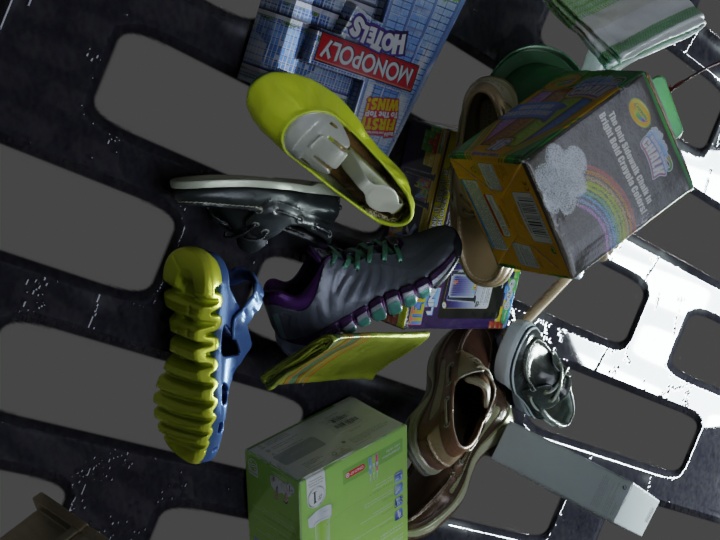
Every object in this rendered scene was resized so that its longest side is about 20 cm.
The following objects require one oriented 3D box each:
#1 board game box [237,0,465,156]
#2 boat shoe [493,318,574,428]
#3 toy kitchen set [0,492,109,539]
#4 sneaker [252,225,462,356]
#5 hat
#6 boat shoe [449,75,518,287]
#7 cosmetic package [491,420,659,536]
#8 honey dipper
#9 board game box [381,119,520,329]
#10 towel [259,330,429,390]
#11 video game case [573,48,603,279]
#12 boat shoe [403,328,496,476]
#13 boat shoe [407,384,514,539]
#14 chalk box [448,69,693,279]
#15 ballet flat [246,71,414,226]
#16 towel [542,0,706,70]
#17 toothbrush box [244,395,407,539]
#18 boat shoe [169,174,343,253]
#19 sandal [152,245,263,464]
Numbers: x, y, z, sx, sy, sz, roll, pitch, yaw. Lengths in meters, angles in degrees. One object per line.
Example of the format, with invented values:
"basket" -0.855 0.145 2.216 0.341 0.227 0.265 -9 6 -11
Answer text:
"board game box" -0.008 -0.191 1.437 0.199 0.061 0.202 10 99 -48
"boat shoe" 0.197 0.113 1.748 0.073 0.070 0.200 -60 154 -13
"toy kitchen set" -0.249 0.333 1.328 0.163 0.180 0.201 -37 127 -28
"sneaker" 0.000 0.000 1.493 0.199 0.074 0.088 -32 121 -7
"hat" 0.225 -0.139 1.528 0.165 0.175 0.202 24 80 -36
"boat shoe" 0.113 -0.078 1.514 0.065 0.070 0.202 -42 131 -69
"cosmetic package" 0.239 0.231 1.777 0.052 0.150 0.200 -61 157 -3
"honey dipper" 0.227 0.013 1.794 0.200 0.038 0.038 -46 135 -20
"board game box" 0.100 -0.043 1.621 0.164 0.056 0.202 3 104 -45
"towel" -0.010 0.083 1.522 0.086 0.018 0.199 -32 164 25
"video game case" 0.238 -0.111 1.714 0.202 0.023 0.182 -68 153 -10
"boat shoe" 0.107 0.126 1.642 0.076 0.071 0.201 47 41 -23
"boat shoe" 0.086 0.189 1.704 0.203 0.074 0.075 -51 135 -34
"chalk box" 0.204 -0.101 1.449 0.199 0.123 0.125 -35 111 -22
"ballet flat" -0.017 -0.100 1.393 0.067 0.067 0.200 -42 130 11
"towel" 0.221 -0.280 1.552 0.149 0.200 0.031 -26 156 -37
"toothbrush box" -0.031 0.249 1.591 0.145 0.086 0.202 -24 123 -38
"boat shoe" -0.088 -0.049 1.407 0.199 0.074 0.067 -1 96 -56
"sandal" -0.128 0.075 1.421 0.087 0.079 0.202 -10 116 -47
